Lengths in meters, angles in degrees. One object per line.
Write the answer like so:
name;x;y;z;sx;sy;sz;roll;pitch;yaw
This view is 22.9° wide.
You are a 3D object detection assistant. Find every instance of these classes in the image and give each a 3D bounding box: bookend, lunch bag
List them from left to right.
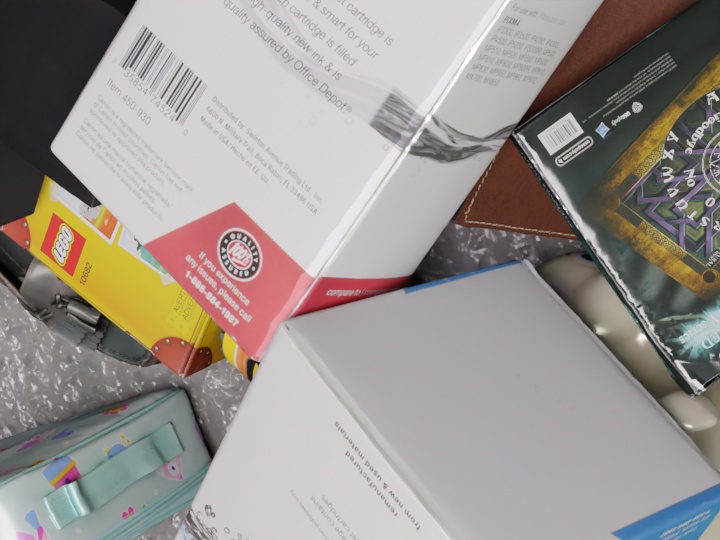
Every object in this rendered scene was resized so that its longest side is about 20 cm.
bookend;-0.165;-0.086;0.899;0.200;0.092;0.199;35;123;20
lunch bag;-0.183;0.137;1.015;0.160;0.200;0.077;-18;97;35

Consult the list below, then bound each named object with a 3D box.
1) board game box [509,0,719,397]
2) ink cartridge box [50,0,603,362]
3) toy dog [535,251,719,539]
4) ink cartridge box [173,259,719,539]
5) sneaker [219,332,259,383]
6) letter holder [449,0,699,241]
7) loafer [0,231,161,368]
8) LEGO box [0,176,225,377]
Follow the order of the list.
board game box;0.180;-0.059;0.738;0.200;0.028;0.136;-34;91;2
ink cartridge box;-0.014;-0.084;0.729;0.147;0.083;0.200;44;111;24
toy dog;0.135;0.084;0.842;0.201;0.139;0.194;64;157;-1
ink cartridge box;0.024;0.125;0.753;0.145;0.147;0.200;49;132;26
sneaker;0.000;0.000;0.914;0.090;0.070;0.201;49;128;30
letter holder;0.118;-0.121;0.800;0.201;0.142;0.101;-64;37;28
loafer;-0.197;-0.004;1.062;0.200;0.063;0.072;39;123;18
LEGO box;-0.096;-0.069;0.963;0.149;0.077;0.201;37;122;19
